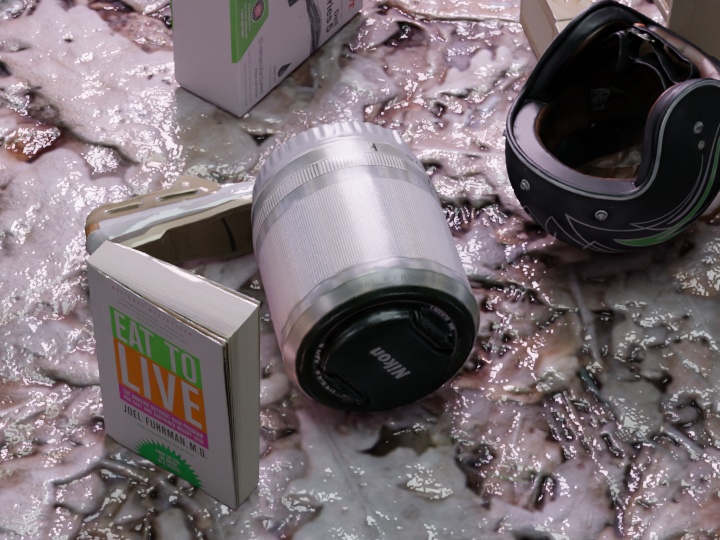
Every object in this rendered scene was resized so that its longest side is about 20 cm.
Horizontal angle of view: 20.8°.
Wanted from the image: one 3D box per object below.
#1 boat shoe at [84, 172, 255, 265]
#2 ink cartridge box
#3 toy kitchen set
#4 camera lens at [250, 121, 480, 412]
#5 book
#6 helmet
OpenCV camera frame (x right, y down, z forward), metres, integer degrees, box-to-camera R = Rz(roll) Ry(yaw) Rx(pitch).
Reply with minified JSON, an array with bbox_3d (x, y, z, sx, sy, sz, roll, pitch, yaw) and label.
[{"bbox_3d":[-0.139,-0.050,1.681,0.198,0.075,0.069,-15,55,-14],"label":"boat shoe"},{"bbox_3d":[-0.084,-0.265,1.831,0.084,0.146,0.200,28,53,23],"label":"ink cartridge box"},{"bbox_3d":[0.272,-0.252,1.816,0.198,0.164,0.181,-10,48,-11],"label":"toy kitchen set"},{"bbox_3d":[0.000,0.000,1.580,0.159,0.161,0.201,-9,48,-10],"label":"camera lens"},{"bbox_3d":[-0.139,0.079,1.477,0.133,0.201,0.048,26,52,22],"label":"book"},{"bbox_3d":[0.220,-0.109,1.666,0.199,0.191,0.200,29,17,-10],"label":"helmet"}]
